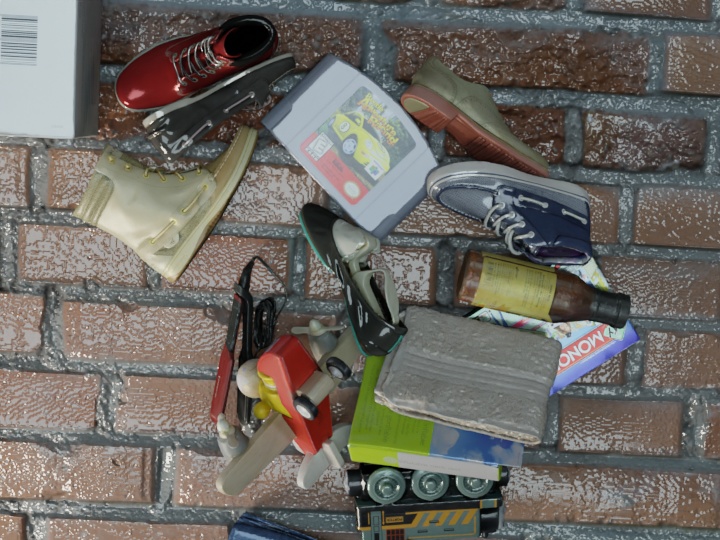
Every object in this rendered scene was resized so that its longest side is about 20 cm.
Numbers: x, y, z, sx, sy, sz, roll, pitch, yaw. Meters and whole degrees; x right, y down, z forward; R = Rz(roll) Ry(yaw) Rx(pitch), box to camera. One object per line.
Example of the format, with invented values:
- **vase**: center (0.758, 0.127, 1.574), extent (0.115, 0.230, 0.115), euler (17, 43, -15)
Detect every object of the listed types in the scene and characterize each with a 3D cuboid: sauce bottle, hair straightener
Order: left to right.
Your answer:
- **hair straightener**: center (-0.126, 0.084, 1.604), extent (0.076, 0.041, 0.202), euler (8, 91, -25)
- **sauce bottle**: center (0.211, 0.027, 1.563), extent (0.198, 0.066, 0.067), euler (14, 96, -2)

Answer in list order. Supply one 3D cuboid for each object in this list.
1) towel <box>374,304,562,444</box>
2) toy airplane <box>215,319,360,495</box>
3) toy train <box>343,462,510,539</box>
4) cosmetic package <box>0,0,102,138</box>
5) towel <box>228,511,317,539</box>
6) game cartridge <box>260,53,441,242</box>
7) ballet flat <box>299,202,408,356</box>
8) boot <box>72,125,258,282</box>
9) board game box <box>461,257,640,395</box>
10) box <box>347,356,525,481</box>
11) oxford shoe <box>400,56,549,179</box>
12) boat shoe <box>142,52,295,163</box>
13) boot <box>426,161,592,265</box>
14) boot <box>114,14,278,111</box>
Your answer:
- **towel**: center (0.123, 0.115, 1.545), extent (0.198, 0.035, 0.134), euler (11, 61, 13)
- **toy airplane**: center (-0.080, 0.152, 1.554), extent (0.140, 0.199, 0.201), euler (28, 106, 24)
- **toy train**: center (0.080, 0.269, 1.609), extent (0.198, 0.085, 0.115), euler (-3, 109, -4)
- **cosmetic package**: center (-0.350, -0.246, 1.467), extent (0.122, 0.200, 0.202), euler (2, 97, -5)
- **towel**: center (-0.074, 0.373, 1.626), extent (0.198, 0.049, 0.113), euler (21, 95, -5)
- **game cartridge**: center (-0.002, -0.147, 1.578), extent (0.133, 0.041, 0.200), euler (-44, 97, -1)
- **ballet flat**: center (0.000, 0.000, 1.559), extent (0.068, 0.068, 0.201), euler (-31, 80, 28)
- **boot**: center (-0.222, -0.109, 1.556), extent (0.155, 0.073, 0.201), euler (33, 97, -4)
- **board game box**: center (0.214, 0.076, 1.616), extent (0.199, 0.029, 0.135), euler (-32, 96, 1)
- **box**: center (0.094, 0.169, 1.563), extent (0.198, 0.048, 0.123), euler (7, 60, 10)
- **oxford shoe**: center (0.145, -0.174, 1.566), extent (0.199, 0.071, 0.074), euler (33, 71, -16)
- **boat shoe**: center (-0.151, -0.183, 1.531), extent (0.199, 0.067, 0.057), euler (-29, 94, -24)
- **boot**: center (0.173, -0.062, 1.551), extent (0.198, 0.073, 0.091), euler (7, 54, -10)
- **boot**: center (-0.187, -0.233, 1.505), extent (0.198, 0.144, 0.073), euler (-22, 98, 1)
